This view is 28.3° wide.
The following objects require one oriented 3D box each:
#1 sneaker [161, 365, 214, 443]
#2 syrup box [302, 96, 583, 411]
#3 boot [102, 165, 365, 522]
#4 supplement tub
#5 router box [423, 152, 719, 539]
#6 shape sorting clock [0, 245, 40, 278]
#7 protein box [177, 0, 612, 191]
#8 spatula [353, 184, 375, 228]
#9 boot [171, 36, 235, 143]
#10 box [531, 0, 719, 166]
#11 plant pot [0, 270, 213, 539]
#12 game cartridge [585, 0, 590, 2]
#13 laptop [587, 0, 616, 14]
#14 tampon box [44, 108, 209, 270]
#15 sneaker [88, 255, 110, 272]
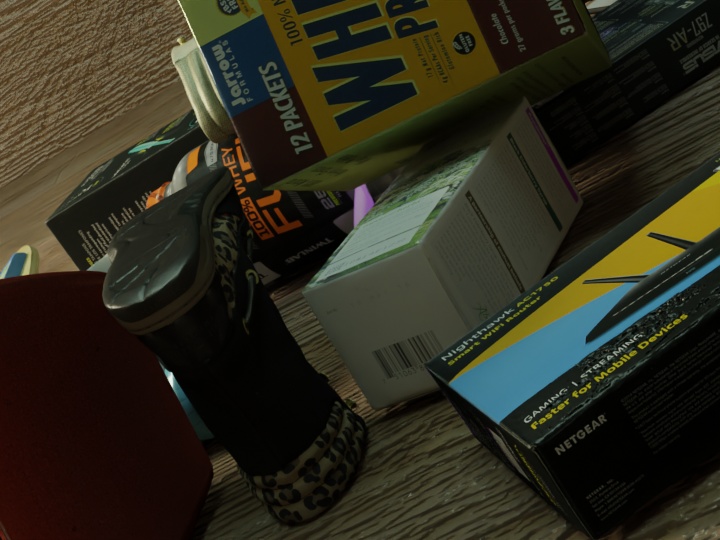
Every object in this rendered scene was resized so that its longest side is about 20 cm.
[{"bbox_3d":[-0.126,0.059,0.937,0.095,0.079,0.200,-32,15,11],"label":"sneaker"},{"bbox_3d":[0.053,-0.015,0.798,0.079,0.081,0.200,-22,16,32],"label":"syrup box"},{"bbox_3d":[-0.063,0.033,0.751,0.073,0.151,0.200,-32,17,5],"label":"boot"},{"bbox_3d":[-0.056,-0.064,1.089,0.200,0.123,0.123,-29,16,18],"label":"supplement tub"},{"bbox_3d":[0.136,0.015,0.594,0.200,0.051,0.149,-35,14,-6],"label":"router box"},{"bbox_3d":[-0.264,0.076,0.982,0.200,0.039,0.200,-52,21,29],"label":"shape sorting clock"},{"bbox_3d":[0.028,-0.149,0.869,0.200,0.135,0.199,-25,-3,14],"label":"protein box"},{"bbox_3d":[0.000,0.000,0.936,0.021,0.057,0.200,4,28,1],"label":"spatula"},{"bbox_3d":[-0.070,-0.198,1.073,0.155,0.072,0.200,-29,48,19],"label":"boot"},{"bbox_3d":[0.185,-0.151,1.024,0.200,0.044,0.160,-34,15,-5],"label":"box"},{"bbox_3d":[-0.198,0.107,0.752,0.200,0.200,0.176,-22,8,34],"label":"plant pot"},{"bbox_3d":[0.239,-0.291,1.162,0.176,0.032,0.200,-48,15,-13],"label":"game cartridge"},{"bbox_3d":[0.284,-0.327,1.229,0.200,0.116,0.187,-36,15,-12],"label":"laptop"},{"bbox_3d":[-0.144,-0.063,1.252,0.200,0.126,0.150,-29,15,17],"label":"tampon box"},{"bbox_3d":[-0.181,0.047,1.048,0.200,0.082,0.074,-39,-9,24],"label":"sneaker"}]
